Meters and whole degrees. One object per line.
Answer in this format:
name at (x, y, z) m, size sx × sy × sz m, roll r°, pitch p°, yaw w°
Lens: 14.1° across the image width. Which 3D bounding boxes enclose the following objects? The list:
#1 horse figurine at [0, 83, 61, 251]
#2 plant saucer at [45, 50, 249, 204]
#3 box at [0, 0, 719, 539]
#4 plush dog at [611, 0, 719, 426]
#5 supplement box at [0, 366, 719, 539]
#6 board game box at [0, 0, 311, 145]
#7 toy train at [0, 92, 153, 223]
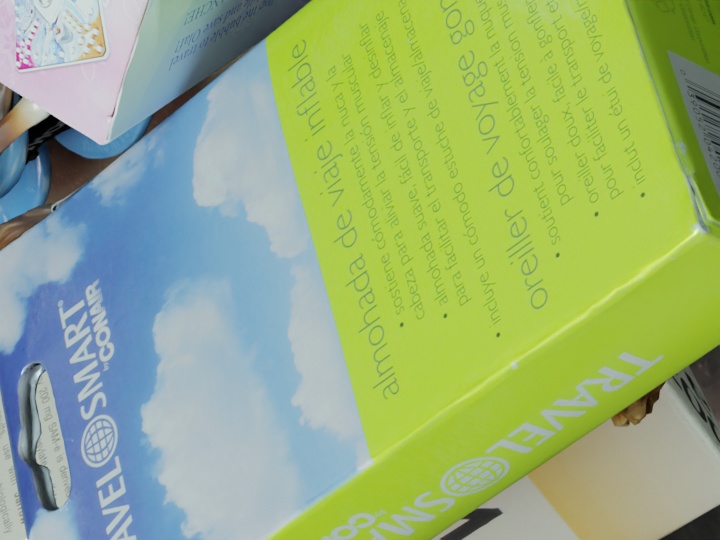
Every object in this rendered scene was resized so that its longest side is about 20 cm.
horse figurine at (-0.135, -0.057, 0.778) m, size 0.200 × 0.050 × 0.133 m, roll 51°, pitch 124°, yaw 16°
plant saucer at (-0.048, -0.033, 0.890) m, size 0.199 × 0.034 × 0.201 m, roll 13°, pitch 117°, yaw 26°
box at (0.000, 0.000, 0.664) m, size 0.200 × 0.048 × 0.123 m, roll -37°, pitch 52°, yaw 30°
plush dog at (0.125, -0.022, 0.711) m, size 0.199 × 0.171 × 0.162 m, roll 2°, pitch 74°, yaw 42°
supplement box at (-0.015, 0.052, 0.784) m, size 0.199 × 0.074 × 0.126 m, roll -32°, pitch 132°, yaw 10°
board game box at (0.000, -0.153, 0.699) m, size 0.043 × 0.200 × 0.200 m, roll 30°, pitch 124°, yaw 14°
toy train at (-0.145, -0.056, 0.870) m, size 0.200 × 0.087 × 0.115 m, roll -32°, pitch 86°, yaw 38°
